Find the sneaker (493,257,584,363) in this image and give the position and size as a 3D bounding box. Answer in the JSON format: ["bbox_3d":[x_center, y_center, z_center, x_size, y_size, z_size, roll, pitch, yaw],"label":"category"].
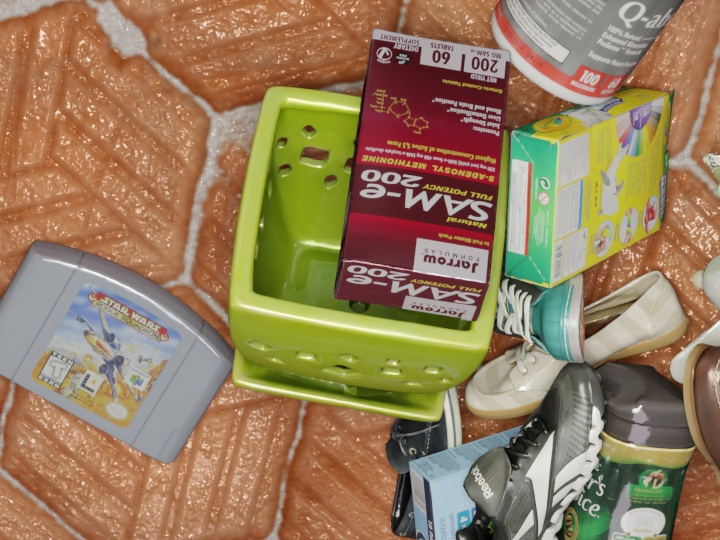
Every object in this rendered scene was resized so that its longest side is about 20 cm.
[{"bbox_3d":[0.132,0.030,1.456,0.079,0.200,0.072,-2,99,0],"label":"sneaker"}]

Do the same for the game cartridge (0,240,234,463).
[{"bbox_3d":[-0.213,0.065,1.571,0.199,0.042,0.134,29,114,-10],"label":"game cartridge"}]

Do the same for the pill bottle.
[{"bbox_3d":[0.192,-0.231,1.373,0.115,0.116,0.201,28,123,-10],"label":"pill bottle"}]

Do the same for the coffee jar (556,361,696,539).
[{"bbox_3d":[0.213,0.180,1.504,0.084,0.104,0.202,5,107,-15],"label":"coffee jar"}]

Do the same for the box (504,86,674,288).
[{"bbox_3d":[0.184,-0.072,1.437,0.048,0.199,0.119,16,114,35],"label":"box"}]

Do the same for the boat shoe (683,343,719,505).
[{"bbox_3d":[0.311,0.142,1.458,0.070,0.070,0.201,7,133,43],"label":"boat shoe"}]

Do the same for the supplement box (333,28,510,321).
[{"bbox_3d":[0.046,-0.071,1.348,0.107,0.202,0.061,8,151,-3],"label":"supplement box"}]

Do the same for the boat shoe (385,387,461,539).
[{"bbox_3d":[0.053,0.147,1.577,0.061,0.075,0.202,-2,118,-4],"label":"boat shoe"}]

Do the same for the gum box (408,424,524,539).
[{"bbox_3d":[0.144,0.215,1.572,0.198,0.045,0.172,-16,115,-20],"label":"gum box"}]

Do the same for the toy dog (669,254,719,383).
[{"bbox_3d":[0.308,0.068,1.528,0.096,0.131,0.202,7,114,42],"label":"toy dog"}]

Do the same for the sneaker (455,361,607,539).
[{"bbox_3d":[0.130,0.160,1.470,0.090,0.067,0.202,7,117,-24],"label":"sneaker"}]

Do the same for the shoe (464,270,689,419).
[{"bbox_3d":[0.173,0.060,1.537,0.198,0.070,0.054,-25,123,2],"label":"shoe"}]

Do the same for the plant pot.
[{"bbox_3d":[0.000,0.000,1.440,0.198,0.201,0.182,10,150,-3],"label":"plant pot"}]

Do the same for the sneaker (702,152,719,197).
[{"bbox_3d":[0.308,-0.062,1.450,0.088,0.202,0.077,11,155,19],"label":"sneaker"}]
